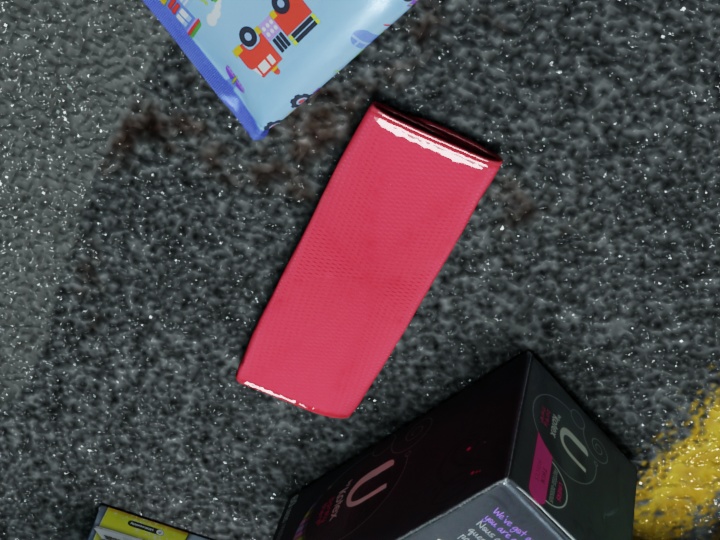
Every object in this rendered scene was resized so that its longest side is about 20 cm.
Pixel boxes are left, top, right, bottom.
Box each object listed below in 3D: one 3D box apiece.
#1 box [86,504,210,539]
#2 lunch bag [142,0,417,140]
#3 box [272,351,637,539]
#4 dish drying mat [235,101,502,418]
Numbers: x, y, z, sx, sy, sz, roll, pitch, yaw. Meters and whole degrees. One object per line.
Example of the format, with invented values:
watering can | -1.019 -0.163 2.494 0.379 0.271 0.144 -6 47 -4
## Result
box | -0.086 0.232 0.987 0.199 0.137 0.038 19 126 -3
lunch bag | -0.054 -0.188 0.727 0.200 0.094 0.150 46 123 -10
box | 0.046 0.158 0.919 0.200 0.122 0.106 -35 109 28
dish drying mat | 0.000 0.000 0.884 0.076 0.018 0.201 23 124 -8
